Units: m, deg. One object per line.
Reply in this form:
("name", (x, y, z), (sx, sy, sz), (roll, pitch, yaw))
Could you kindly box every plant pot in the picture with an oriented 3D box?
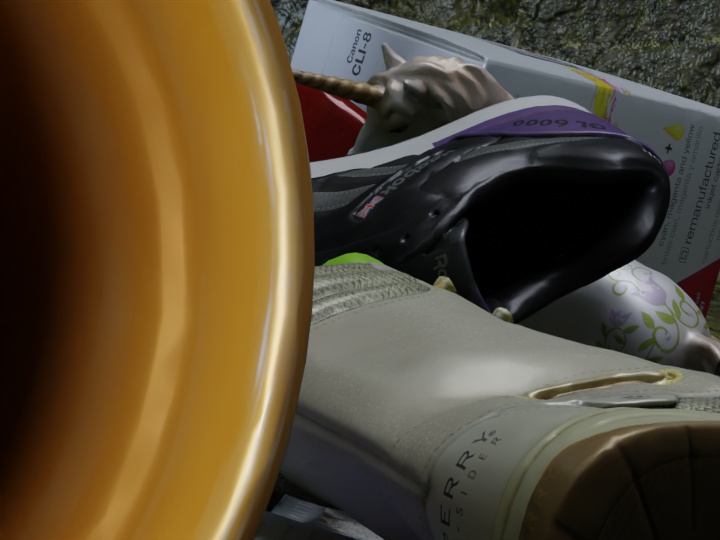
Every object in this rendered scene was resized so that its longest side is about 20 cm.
("plant pot", (-0.124, 0.002, 0.427), (0.199, 0.201, 0.183), (14, -8, -13))

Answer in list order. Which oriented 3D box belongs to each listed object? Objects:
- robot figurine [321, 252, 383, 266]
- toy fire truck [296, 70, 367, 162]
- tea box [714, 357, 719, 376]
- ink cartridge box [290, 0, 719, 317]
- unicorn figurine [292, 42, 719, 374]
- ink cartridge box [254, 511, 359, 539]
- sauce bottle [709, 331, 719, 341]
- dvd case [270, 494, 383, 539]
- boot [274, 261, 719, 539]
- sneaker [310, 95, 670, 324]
("robot figurine", (-0.076, -0.024, 0.678), (0.176, 0.115, 0.200), (51, 12, -11))
("toy fire truck", (-0.041, -0.068, 1.013), (0.200, 0.129, 0.176), (41, -4, -27))
("tea box", (0.225, 0.025, 0.846), (0.133, 0.198, 0.200), (21, 2, 30))
("ink cartridge box", (0.067, -0.037, 1.235), (0.199, 0.146, 0.144), (9, 10, -40))
("unicorn figurine", (0.056, 0.003, 0.874), (0.199, 0.138, 0.074), (29, 48, 7))
("ink cartridge box", (-0.023, 0.082, 0.568), (0.199, 0.039, 0.099), (18, 7, 5))
("sauce bottle", (0.131, 0.057, 1.002), (0.064, 0.065, 0.200), (15, 9, -11))
("dvd case", (0.070, 0.101, 0.694), (0.199, 0.022, 0.146), (16, 7, 6))
("boot", (0.065, 0.049, 0.610), (0.199, 0.073, 0.154), (11, 6, -42))
("sneaker", (0.000, 0.000, 0.762), (0.199, 0.076, 0.088), (-25, 13, -8))
